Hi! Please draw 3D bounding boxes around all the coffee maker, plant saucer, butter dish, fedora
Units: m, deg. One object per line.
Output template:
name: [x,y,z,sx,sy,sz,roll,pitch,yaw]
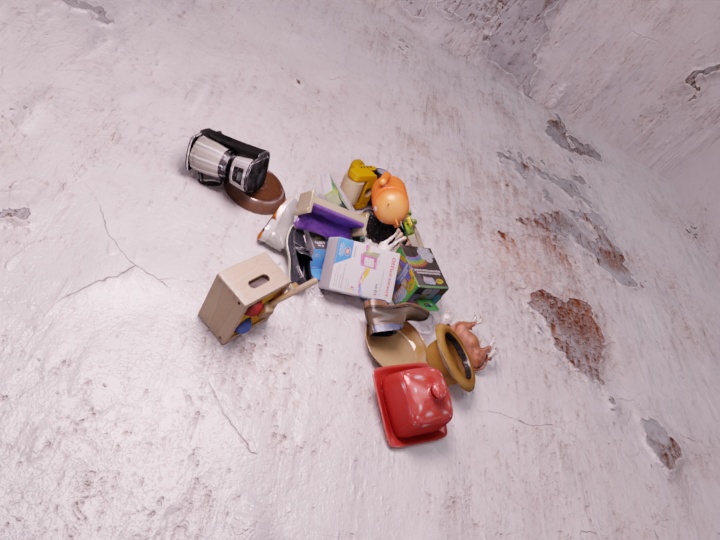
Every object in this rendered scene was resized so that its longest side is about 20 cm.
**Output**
coffee maker: [-0.358,-0.318,1.708,0.198,0.135,0.193,22,52,7]
plant saucer: [-0.307,-0.250,1.803,0.198,0.035,0.202,20,44,-20]
butter dish: [0.154,0.312,1.491,0.198,0.148,0.202,1,65,-35]
fedora: [0.238,0.247,1.666,0.200,0.081,0.202,44,29,-31]
plant saucer: [0.092,0.207,1.652,0.198,0.036,0.202,21,42,-20]

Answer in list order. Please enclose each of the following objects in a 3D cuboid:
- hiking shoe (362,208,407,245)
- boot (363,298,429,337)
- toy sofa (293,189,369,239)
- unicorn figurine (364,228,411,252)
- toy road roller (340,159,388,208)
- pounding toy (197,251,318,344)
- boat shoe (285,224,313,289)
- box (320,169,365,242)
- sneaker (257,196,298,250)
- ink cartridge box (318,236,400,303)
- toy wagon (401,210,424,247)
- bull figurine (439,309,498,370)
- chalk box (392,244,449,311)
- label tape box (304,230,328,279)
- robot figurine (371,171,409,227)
hiking shoe: [0.080,-0.132,1.946,0.200,0.076,0.101,40,28,-18]
boot: [0.100,0.141,1.651,0.197,0.075,0.098,9,58,-20]
toy sofa: [-0.080,-0.140,1.679,0.198,0.082,0.099,20,78,-31]
unicorn figurine: [0.075,-0.066,1.816,0.074,0.137,0.200,54,6,35]
toy road roller: [-0.011,-0.291,1.997,0.199,0.124,0.146,-12,46,-45]
pounding toy: [-0.240,0.063,1.433,0.142,0.185,0.199,47,40,12]
boat shoe: [-0.162,-0.039,1.649,0.074,0.062,0.202,29,48,-45]
box: [-0.053,-0.189,1.824,0.201,0.036,0.145,54,13,-31]
sneaker: [-0.215,-0.127,1.732,0.092,0.076,0.201,39,46,-11]
ink cartridge box: [0.000,0.000,1.696,0.198,0.084,0.147,14,84,-26]
toy wagon: [0.167,-0.114,1.924,0.200,0.039,0.157,45,26,-61]
bull figurine: [0.319,0.195,1.795,0.120,0.065,0.201,-27,75,-12]
chalk box: [0.167,0.044,1.798,0.124,0.124,0.202,5,50,-34]
label tape box: [-0.094,-0.068,1.758,0.142,0.066,0.201,3,49,-35]
robot figurine: [0.090,-0.219,1.871,0.115,0.145,0.201,16,30,-12]
